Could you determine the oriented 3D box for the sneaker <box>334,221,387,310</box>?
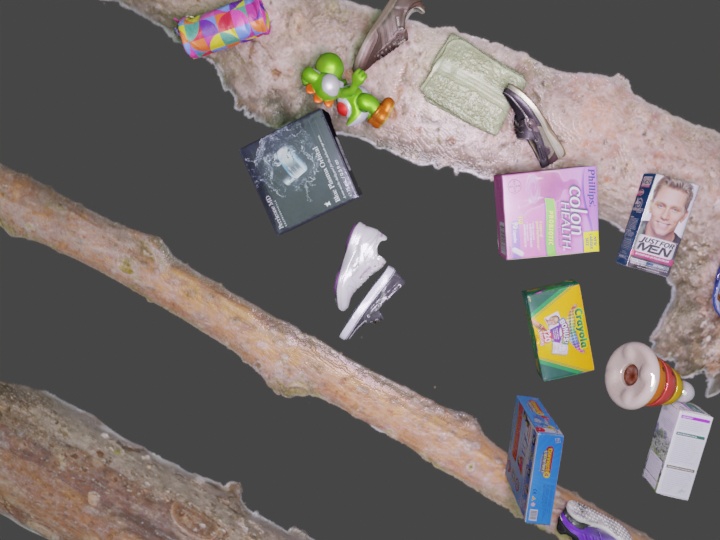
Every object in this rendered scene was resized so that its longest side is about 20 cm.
[{"bbox_3d":[0.000,0.000,1.273,0.098,0.075,0.204,18,100,1],"label":"sneaker"}]

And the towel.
[{"bbox_3d":[0.240,-0.393,1.216,0.197,0.037,0.150,29,101,-2],"label":"towel"}]

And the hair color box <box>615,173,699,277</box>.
[{"bbox_3d":[0.639,-0.098,1.230,0.098,0.061,0.204,14,99,0],"label":"hair color box"}]

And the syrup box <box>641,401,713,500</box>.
[{"bbox_3d":[0.721,0.404,1.299,0.080,0.079,0.204,12,100,1],"label":"syrup box"}]

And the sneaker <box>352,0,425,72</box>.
[{"bbox_3d":[0.059,-0.490,1.192,0.075,0.071,0.202,33,100,-4],"label":"sneaker"}]

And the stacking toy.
[{"bbox_3d":[0.665,0.250,1.272,0.196,0.146,0.149,16,101,-19],"label":"stacking toy"}]

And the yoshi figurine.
[{"bbox_3d":[-0.024,-0.386,1.190,0.197,0.113,0.113,25,130,-12],"label":"yoshi figurine"}]

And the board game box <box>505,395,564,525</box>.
[{"bbox_3d":[0.380,0.412,1.260,0.055,0.196,0.205,5,100,2],"label":"board game box"}]

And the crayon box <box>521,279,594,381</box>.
[{"bbox_3d":[0.443,0.134,1.280,0.116,0.058,0.204,-13,98,5],"label":"crayon box"}]

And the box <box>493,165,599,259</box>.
[{"bbox_3d":[0.396,-0.125,1.221,0.195,0.097,0.180,-5,99,3],"label":"box"}]

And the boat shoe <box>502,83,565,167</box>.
[{"bbox_3d":[0.356,-0.300,1.196,0.065,0.072,0.200,-40,114,13],"label":"boat shoe"}]

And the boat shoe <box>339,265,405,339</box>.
[{"bbox_3d":[0.030,0.086,1.294,0.066,0.070,0.201,37,92,-2],"label":"boat shoe"}]

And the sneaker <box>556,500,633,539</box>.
[{"bbox_3d":[0.556,0.635,1.357,0.197,0.070,0.101,29,107,2],"label":"sneaker"}]

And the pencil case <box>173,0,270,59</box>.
[{"bbox_3d":[-0.290,-0.516,1.201,0.196,0.088,0.090,-14,99,4],"label":"pencil case"}]

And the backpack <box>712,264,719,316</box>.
[{"bbox_3d":[0.842,0.036,1.197,0.197,0.154,0.194,24,92,5],"label":"backpack"}]

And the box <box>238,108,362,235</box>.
[{"bbox_3d":[-0.123,-0.209,1.225,0.197,0.118,0.200,-24,97,8],"label":"box"}]
